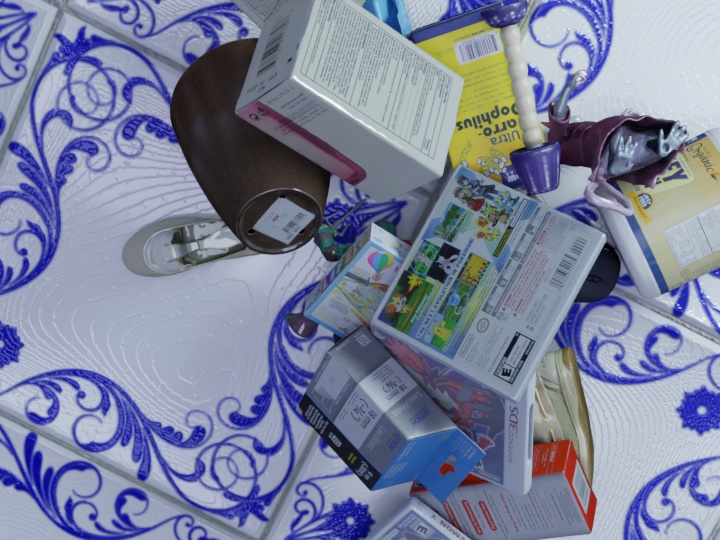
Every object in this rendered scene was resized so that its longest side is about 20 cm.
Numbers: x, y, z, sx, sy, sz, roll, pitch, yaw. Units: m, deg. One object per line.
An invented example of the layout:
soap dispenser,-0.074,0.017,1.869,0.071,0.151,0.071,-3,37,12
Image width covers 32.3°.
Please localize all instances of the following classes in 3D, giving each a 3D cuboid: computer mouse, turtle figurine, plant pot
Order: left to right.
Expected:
plant pot,-0.104,-0.119,1.358,0.185,0.201,0.188,-9,136,-9
turtle figurine,0.000,0.000,1.467,0.149,0.101,0.201,31,109,-1
computer mouse,0.231,0.027,1.405,0.046,0.199,0.141,29,99,41

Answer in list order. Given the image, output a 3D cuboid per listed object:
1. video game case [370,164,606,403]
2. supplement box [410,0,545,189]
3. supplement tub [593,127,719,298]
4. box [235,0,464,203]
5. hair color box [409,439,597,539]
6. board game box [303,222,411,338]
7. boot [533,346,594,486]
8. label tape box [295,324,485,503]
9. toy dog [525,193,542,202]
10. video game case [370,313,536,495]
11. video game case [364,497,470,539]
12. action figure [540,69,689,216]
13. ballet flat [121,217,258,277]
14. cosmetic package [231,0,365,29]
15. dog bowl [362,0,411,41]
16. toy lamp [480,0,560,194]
video game case,0.134,0.011,1.317,0.181,0.022,0.201,28,84,20
supplement box,0.137,-0.191,1.404,0.109,0.109,0.201,-17,99,8
supplement tub,0.376,-0.071,1.389,0.199,0.144,0.145,-26,98,10
box,-0.009,-0.179,1.277,0.199,0.109,0.129,30,60,-28
hair color box,0.170,0.269,1.480,0.199,0.061,0.102,-13,119,26
board game box,0.055,0.048,1.416,0.199,0.034,0.135,31,123,-18
boot,0.198,0.195,1.500,0.154,0.073,0.201,-9,113,14
label tape box,0.029,0.181,1.409,0.200,0.063,0.144,46,145,13
toy dog,0.168,0.008,1.449,0.131,0.096,0.201,26,103,0
video game case,0.102,0.148,1.394,0.199,0.023,0.183,20,133,28
video game case,0.076,0.387,1.526,0.182,0.023,0.200,38,124,-6
action figure,0.264,-0.132,1.372,0.133,0.200,0.150,21,87,-29
ballet flat,-0.199,-0.033,1.491,0.198,0.069,0.070,-13,100,8
cosmetic package,-0.094,-0.331,1.372,0.200,0.071,0.105,47,116,18
dog bowl,-0.005,-0.308,1.406,0.111,0.050,0.202,-14,96,30
toy lamp,0.172,-0.181,1.319,0.058,0.058,0.202,-14,99,8
